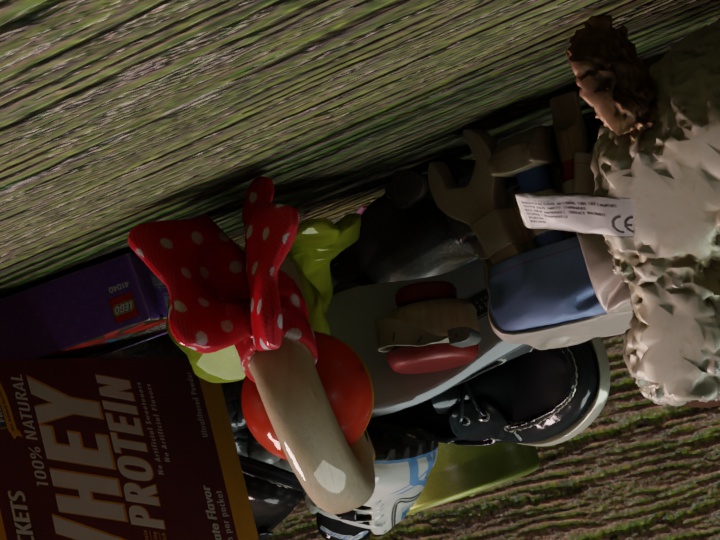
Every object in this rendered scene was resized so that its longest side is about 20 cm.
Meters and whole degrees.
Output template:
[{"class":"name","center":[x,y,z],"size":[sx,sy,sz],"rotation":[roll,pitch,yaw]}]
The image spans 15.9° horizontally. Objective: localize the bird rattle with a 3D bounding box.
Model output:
[{"class":"bird rattle","center":[-0.028,0.035,1.212],"size":[0.113,0.163,0.200],"rotation":[-24,-178,-3]}]

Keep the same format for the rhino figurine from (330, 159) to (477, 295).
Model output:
[{"class":"rhino figurine","center":[0.000,0.000,1.403],"size":[0.200,0.060,0.087],"rotation":[-32,171,26]}]

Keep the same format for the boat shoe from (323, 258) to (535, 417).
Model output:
[{"class":"boat shoe","center":[0.046,0.033,1.340],"size":[0.200,0.069,0.057],"rotation":[-22,160,-13]}]

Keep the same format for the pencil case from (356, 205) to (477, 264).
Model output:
[{"class":"pencil case","center":[0.087,-0.007,1.527],"size":[0.200,0.087,0.087],"rotation":[0,165,-42]}]

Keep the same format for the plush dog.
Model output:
[{"class":"plush dog","center":[0.170,-0.063,1.057],"size":[0.200,0.160,0.172],"rotation":[-44,179,39]}]

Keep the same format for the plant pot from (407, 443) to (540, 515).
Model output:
[{"class":"plant pot","center":[0.046,0.079,1.934],"size":[0.200,0.193,0.200],"rotation":[-19,176,-1]}]

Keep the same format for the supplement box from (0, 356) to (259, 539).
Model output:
[{"class":"supplement box","center":[-0.195,0.139,1.349],"size":[0.200,0.133,0.197],"rotation":[-26,162,39]}]

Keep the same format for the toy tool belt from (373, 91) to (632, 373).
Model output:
[{"class":"toy tool belt","center":[0.098,-0.028,1.264],"size":[0.200,0.123,0.125],"rotation":[-14,167,22]}]

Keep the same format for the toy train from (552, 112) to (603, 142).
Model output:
[{"class":"toy train","center":[0.128,-0.064,1.419],"size":[0.056,0.042,0.200],"rotation":[-3,174,-15]}]

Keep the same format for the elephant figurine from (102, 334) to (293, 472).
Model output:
[{"class":"elephant figurine","center":[-0.136,0.070,1.565],"size":[0.200,0.142,0.155],"rotation":[-10,135,-24]}]

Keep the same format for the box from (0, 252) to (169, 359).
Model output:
[{"class":"box","center":[-0.184,0.038,1.375],"size":[0.200,0.039,0.137],"rotation":[-19,177,15]}]

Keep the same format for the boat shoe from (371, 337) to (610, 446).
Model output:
[{"class":"boat shoe","center":[0.059,0.062,1.428],"size":[0.066,0.075,0.199],"rotation":[-4,-178,-32]}]

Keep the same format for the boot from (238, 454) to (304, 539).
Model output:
[{"class":"boot","center":[-0.095,0.203,1.500],"size":[0.069,0.174,0.200],"rotation":[21,156,-15]}]

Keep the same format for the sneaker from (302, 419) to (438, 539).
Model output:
[{"class":"sneaker","center":[0.001,0.113,1.380],"size":[0.072,0.073,0.200],"rotation":[14,174,3]}]
